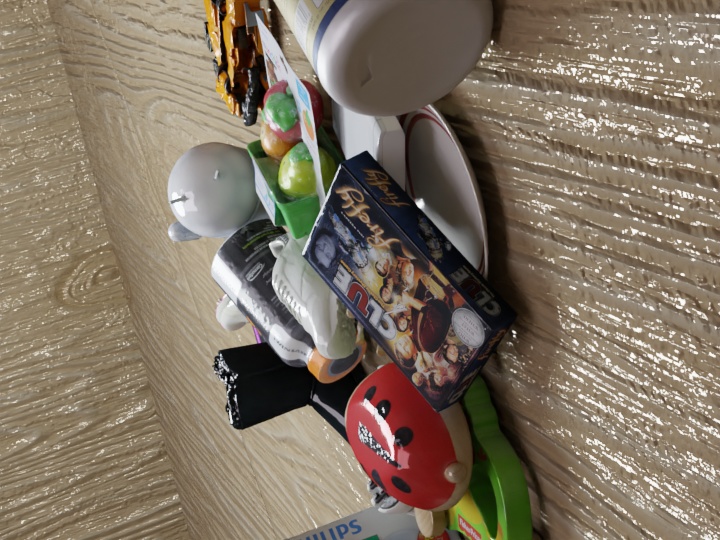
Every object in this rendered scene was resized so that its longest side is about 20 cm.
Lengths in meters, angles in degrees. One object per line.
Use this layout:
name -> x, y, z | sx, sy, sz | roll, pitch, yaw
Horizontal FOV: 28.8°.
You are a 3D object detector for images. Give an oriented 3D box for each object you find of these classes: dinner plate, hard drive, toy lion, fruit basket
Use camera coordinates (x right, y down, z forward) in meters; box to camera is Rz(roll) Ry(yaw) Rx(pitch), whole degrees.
dinner plate -> 0.072, -0.064, 1.242 | 0.200, 0.024, 0.201 | 163, 90, -74
hard drive -> 0.005, -0.132, 1.318 | 0.200, 0.027, 0.132 | -110, 13, -49
toy lion -> 0.104, 0.180, 1.335 | 0.200, 0.068, 0.192 | -145, 48, -63
fruit basket -> -0.075, -0.142, 1.469 | 0.185, 0.093, 0.200 | -121, 12, -49

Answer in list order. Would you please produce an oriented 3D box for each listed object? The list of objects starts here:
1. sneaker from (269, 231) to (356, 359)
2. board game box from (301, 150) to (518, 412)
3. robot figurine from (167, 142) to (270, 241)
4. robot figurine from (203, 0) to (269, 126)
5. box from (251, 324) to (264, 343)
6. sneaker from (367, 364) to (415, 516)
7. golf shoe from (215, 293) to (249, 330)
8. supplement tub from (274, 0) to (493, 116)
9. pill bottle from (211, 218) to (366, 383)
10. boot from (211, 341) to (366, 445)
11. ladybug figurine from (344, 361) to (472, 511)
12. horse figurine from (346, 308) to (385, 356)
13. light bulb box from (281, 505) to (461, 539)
sneaker -> -0.053, 0.027, 1.532 | 0.200, 0.080, 0.077 | -100, -3, -50
board game box -> 0.038, 0.011, 1.233 | 0.200, 0.035, 0.136 | 48, 143, 18
robot figurine -> -0.161, -0.095, 1.701 | 0.113, 0.170, 0.200 | 47, -167, 12
robot figurine -> -0.141, -0.270, 1.646 | 0.145, 0.058, 0.200 | -124, 24, -43
box -> -0.124, 0.042, 1.939 | 0.200, 0.036, 0.143 | 170, 82, -74
sneaker -> 0.042, 0.187, 1.506 | 0.075, 0.081, 0.200 | -46, 36, 27
golf shoe -> -0.121, 0.041, 1.800 | 0.092, 0.075, 0.200 | 57, 140, 10
supplement tub -> 0.001, -0.234, 1.093 | 0.145, 0.144, 0.200 | 96, 151, -53
pill bottle -> -0.079, 0.040, 1.642 | 0.200, 0.106, 0.106 | 47, 153, 27
boot -> -0.072, 0.162, 1.666 | 0.076, 0.168, 0.200 | 104, 144, -59
ladybug figurine -> 0.041, 0.156, 1.323 | 0.200, 0.072, 0.136 | -154, 63, -65
horse figurine -> 0.000, 0.000, 1.448 | 0.200, 0.050, 0.133 | 75, -171, -63
light bulb box -> 0.024, 0.365, 1.515 | 0.200, 0.198, 0.125 | 65, 159, 20
